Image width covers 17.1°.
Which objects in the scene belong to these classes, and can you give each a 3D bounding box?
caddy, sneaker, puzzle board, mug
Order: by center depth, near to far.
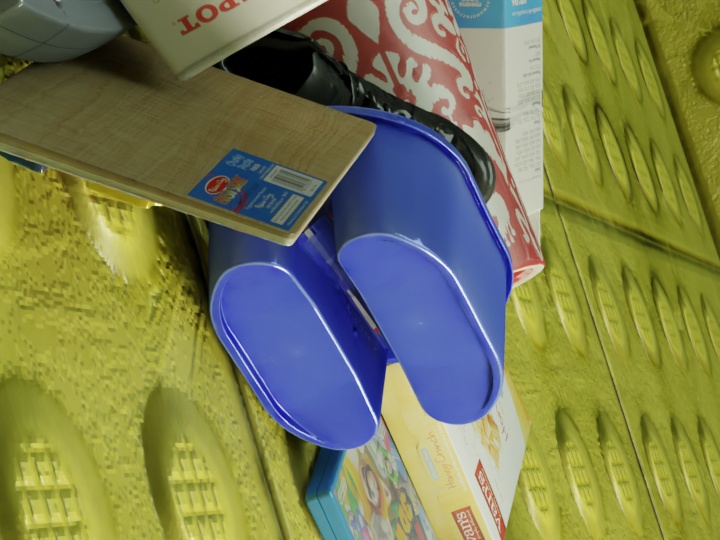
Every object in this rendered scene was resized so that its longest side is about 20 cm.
[{"bbox_3d":[-0.082,-0.061,1.075,0.200,0.151,0.017,-59,168,-70],"label":"puzzle board"},{"bbox_3d":[0.000,0.000,1.233,0.200,0.141,0.105,61,21,-45],"label":"caddy"},{"bbox_3d":[-0.022,-0.084,1.257,0.200,0.060,0.104,27,-2,5],"label":"sneaker"},{"bbox_3d":[0.024,-0.071,1.388,0.200,0.133,0.178,67,11,9],"label":"mug"}]

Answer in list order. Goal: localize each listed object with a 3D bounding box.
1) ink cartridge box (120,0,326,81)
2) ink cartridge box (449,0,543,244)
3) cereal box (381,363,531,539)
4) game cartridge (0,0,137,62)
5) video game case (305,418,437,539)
[{"bbox_3d":[-0.074,-0.206,1.070,0.200,0.146,0.085,54,17,-29],"label":"ink cartridge box"},{"bbox_3d":[0.050,-0.092,1.495,0.068,0.116,0.200,-22,112,-63],"label":"ink cartridge box"},{"bbox_3d":[0.059,0.082,1.530,0.200,0.039,0.144,-68,136,-68],"label":"cereal box"},{"bbox_3d":[-0.151,-0.160,1.085,0.133,0.041,0.200,59,16,-1],"label":"game cartridge"},{"bbox_3d":[0.026,0.177,1.341,0.143,0.018,0.200,-71,139,-67],"label":"video game case"}]
